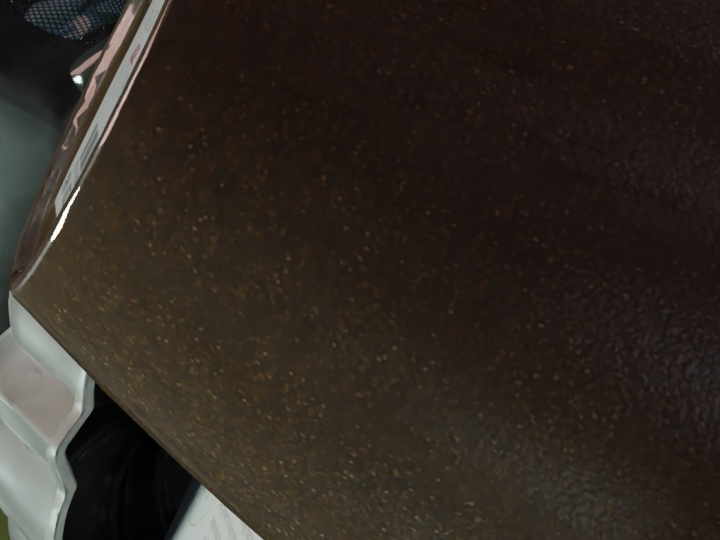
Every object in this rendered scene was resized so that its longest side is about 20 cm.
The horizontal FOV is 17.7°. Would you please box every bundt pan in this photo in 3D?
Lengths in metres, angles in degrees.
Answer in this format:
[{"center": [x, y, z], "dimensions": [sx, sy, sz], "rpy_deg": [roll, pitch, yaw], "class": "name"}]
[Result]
[{"center": [-0.042, 0.030, 0.752], "dimensions": [0.076, 0.201, 0.203], "rpy_deg": [30, 95, 38], "class": "bundt pan"}]

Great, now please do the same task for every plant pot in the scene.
[{"center": [0.038, 0.006, 0.466], "dimensions": [0.188, 0.199, 0.187], "rpy_deg": [-59, 14, 24], "class": "plant pot"}]

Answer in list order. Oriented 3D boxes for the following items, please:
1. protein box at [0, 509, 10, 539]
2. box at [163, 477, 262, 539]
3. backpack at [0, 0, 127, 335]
[{"center": [-0.194, 0.158, 1.129], "dimensions": [0.135, 0.197, 0.201], "rpy_deg": [126, 165, -53], "class": "protein box"}, {"center": [-0.004, 0.116, 0.642], "dimensions": [0.201, 0.106, 0.152], "rpy_deg": [-64, 11, 4], "class": "box"}, {"center": [-0.117, -0.034, 0.862], "dimensions": [0.200, 0.146, 0.184], "rpy_deg": [-30, -37, -64], "class": "backpack"}]
